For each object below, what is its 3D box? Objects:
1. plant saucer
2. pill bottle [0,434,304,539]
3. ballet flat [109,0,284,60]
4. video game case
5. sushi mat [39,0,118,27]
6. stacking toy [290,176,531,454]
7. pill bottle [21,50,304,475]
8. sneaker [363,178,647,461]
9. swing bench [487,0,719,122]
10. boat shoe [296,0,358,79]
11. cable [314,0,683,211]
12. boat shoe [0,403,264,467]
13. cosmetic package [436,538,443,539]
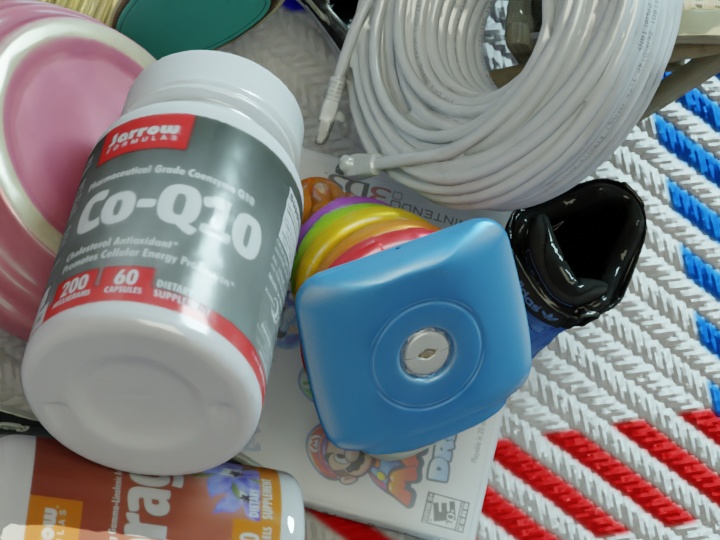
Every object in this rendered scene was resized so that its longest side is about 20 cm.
[{"bbox_3d":[-0.152,-0.057,1.096,0.200,0.051,0.201,21,56,-36],"label":"plant saucer"},{"bbox_3d":[-0.134,0.142,1.007,0.199,0.112,0.113,9,75,-10],"label":"pill bottle"},{"bbox_3d":[-0.057,-0.183,1.150,0.200,0.069,0.070,-27,80,28],"label":"ballet flat"},{"bbox_3d":[-0.002,0.039,1.165,0.182,0.024,0.201,16,74,-6],"label":"video game case"},{"bbox_3d":[-0.196,-0.107,1.170,0.095,0.012,0.201,21,73,-4],"label":"sushi mat"},{"bbox_3d":[0.000,0.000,1.084,0.116,0.200,0.110,-19,121,-12],"label":"stacking toy"},{"bbox_3d":[-0.089,-0.010,1.006,0.114,0.114,0.200,16,46,-6],"label":"pill bottle"},{"bbox_3d":[0.075,0.021,1.113,0.200,0.111,0.077,-37,85,-17],"label":"sneaker"},{"bbox_3d":[0.156,-0.197,1.145,0.129,0.200,0.200,13,71,-38],"label":"swing bench"},{"bbox_3d":[-0.012,-0.173,1.192,0.073,0.068,0.200,-25,82,-15],"label":"boat shoe"},{"bbox_3d":[0.078,-0.127,1.070,0.069,0.200,0.201,18,88,-43],"label":"cable"},{"bbox_3d":[-0.135,0.121,1.092,0.199,0.060,0.076,9,98,-4],"label":"boat shoe"},{"bbox_3d":[0.018,0.249,1.077,0.074,0.102,0.200,29,74,-3],"label":"cosmetic package"}]
